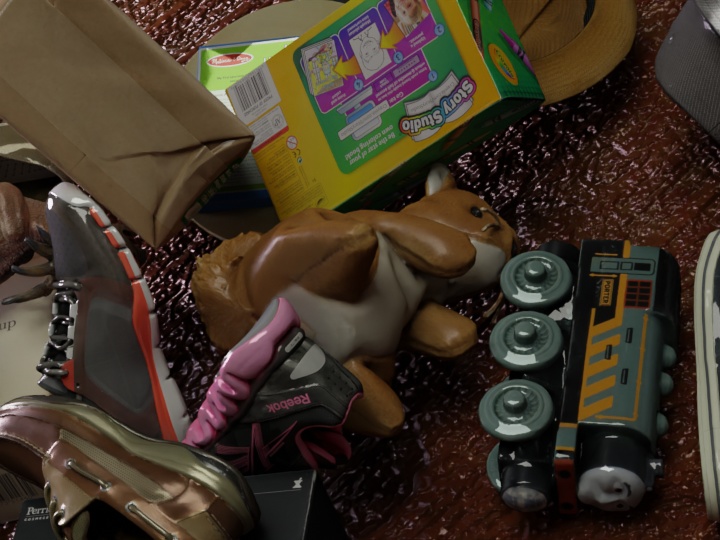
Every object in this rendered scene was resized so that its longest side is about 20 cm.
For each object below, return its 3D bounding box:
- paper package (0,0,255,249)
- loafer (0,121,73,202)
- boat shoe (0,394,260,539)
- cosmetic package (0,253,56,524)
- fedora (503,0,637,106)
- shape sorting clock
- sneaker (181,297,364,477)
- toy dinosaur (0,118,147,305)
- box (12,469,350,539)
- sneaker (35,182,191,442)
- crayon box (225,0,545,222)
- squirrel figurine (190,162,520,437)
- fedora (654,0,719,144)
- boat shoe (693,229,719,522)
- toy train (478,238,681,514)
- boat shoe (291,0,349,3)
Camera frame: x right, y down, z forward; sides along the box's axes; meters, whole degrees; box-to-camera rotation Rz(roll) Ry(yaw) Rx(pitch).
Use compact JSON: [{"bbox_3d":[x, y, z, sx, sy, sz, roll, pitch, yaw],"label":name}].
[{"bbox_3d":[-0.174,-0.114,1.591,0.104,0.190,0.200,-50,8,-2],"label":"paper package"},{"bbox_3d":[-0.300,-0.073,1.784,0.199,0.076,0.068,-15,38,9],"label":"loafer"},{"bbox_3d":[-0.155,0.132,1.420,0.199,0.076,0.074,13,57,35],"label":"boat shoe"},{"bbox_3d":[-0.241,0.072,1.623,0.103,0.073,0.201,-15,45,10],"label":"cosmetic package"},{"bbox_3d":[0.097,-0.170,1.681,0.199,0.082,0.202,4,54,-5],"label":"fedora"},{"bbox_3d":[-0.050,-0.106,1.712,0.198,0.039,0.201,-6,68,15],"label":"shape sorting clock"},{"bbox_3d":[-0.055,0.103,1.458,0.095,0.200,0.079,33,54,2],"label":"sneaker"},{"bbox_3d":[-0.259,-0.009,1.600,0.199,0.086,0.136,-31,61,6],"label":"toy dinosaur"},{"bbox_3d":[-0.118,0.205,1.437,0.199,0.079,0.142,-7,47,18],"label":"box"},{"bbox_3d":[-0.174,0.045,1.529,0.081,0.201,0.077,-22,10,-17],"label":"sneaker"},{"bbox_3d":[0.014,-0.117,1.587,0.199,0.058,0.119,-32,74,31],"label":"crayon box"},{"bbox_3d":[0.000,0.000,1.527,0.199,0.142,0.186,1,25,40],"label":"squirrel figurine"},{"bbox_3d":[0.258,-0.134,1.571,0.090,0.177,0.200,-46,15,25],"label":"fedora"},{"bbox_3d":[0.234,0.062,1.431,0.062,0.075,0.201,-6,51,11],"label":"boat shoe"},{"bbox_3d":[0.138,0.063,1.466,0.113,0.086,0.201,2,49,12],"label":"toy train"},{"bbox_3d":[-0.034,-0.196,1.793,0.071,0.068,0.201,11,59,31],"label":"boat shoe"}]
